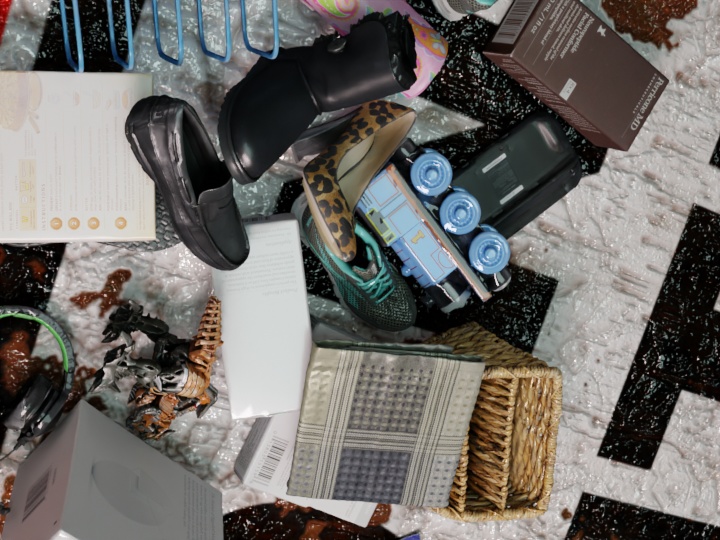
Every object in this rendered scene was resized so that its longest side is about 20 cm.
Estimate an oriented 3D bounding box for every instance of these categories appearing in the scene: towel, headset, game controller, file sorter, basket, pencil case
[{"bbox_3d":[0.025,0.160,1.128,0.189,0.035,0.203,7,118,-12],"label":"towel"},{"bbox_3d":[-0.353,0.137,1.067,0.121,0.094,0.204,12,88,-23],"label":"headset"},{"bbox_3d":[0.168,-0.097,1.251,0.199,0.042,0.105,-36,99,-10],"label":"game controller"},{"bbox_3d":[-0.185,-0.259,1.010,0.196,0.139,0.125,-8,107,-19],"label":"file sorter"},{"bbox_3d":[0.126,0.185,1.205,0.141,0.148,0.204,-17,122,-36],"label":"basket"},{"bbox_3d":[0.003,-0.270,1.113,0.199,0.087,0.088,41,87,-25],"label":"pencil case"}]

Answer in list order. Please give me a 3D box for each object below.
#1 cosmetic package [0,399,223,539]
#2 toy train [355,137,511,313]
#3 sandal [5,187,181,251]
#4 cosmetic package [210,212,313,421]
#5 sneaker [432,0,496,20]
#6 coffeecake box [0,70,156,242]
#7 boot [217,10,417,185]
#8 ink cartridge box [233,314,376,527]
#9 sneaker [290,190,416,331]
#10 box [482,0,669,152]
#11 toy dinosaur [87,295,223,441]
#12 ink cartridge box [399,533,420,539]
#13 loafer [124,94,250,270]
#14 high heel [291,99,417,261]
[{"bbox_3d":[-0.246,0.276,1.074,0.199,0.200,0.123,39,107,-24],"label":"cosmetic package"},{"bbox_3d":[0.079,-0.045,1.175,0.114,0.087,0.201,-37,99,5],"label":"toy train"},{"bbox_3d":[-0.268,-0.060,1.082,0.196,0.048,0.077,1,95,-8],"label":"sandal"},{"bbox_3d":[-0.102,0.047,1.133,0.099,0.074,0.204,-6,99,-5],"label":"cosmetic package"},{"bbox_3d":[0.166,-0.345,1.145,0.077,0.091,0.201,42,86,-26],"label":"sneaker"},{"bbox_3d":[-0.294,-0.105,1.010,0.196,0.073,0.157,-1,90,-13],"label":"coffeecake box"},{"bbox_3d":[-0.035,-0.172,1.020,0.165,0.202,0.077,-12,124,25],"label":"boot"},{"bbox_3d":[-0.027,0.175,1.234,0.172,0.043,0.203,25,92,-27],"label":"ink cartridge box"},{"bbox_3d":[0.000,0.000,1.174,0.078,0.091,0.200,-44,114,-5],"label":"sneaker"},{"bbox_3d":[0.247,-0.232,1.225,0.198,0.075,0.101,31,90,-27],"label":"box"},{"bbox_3d":[-0.199,0.095,1.108,0.134,0.102,0.202,26,104,-20],"label":"toy dinosaur"},{"bbox_3d":[0.006,0.448,1.317,0.197,0.041,0.203,-18,109,-17],"label":"ink cartridge box"},{"bbox_3d":[-0.149,-0.076,1.006,0.202,0.069,0.069,64,37,-39],"label":"loafer"},{"bbox_3d":[0.011,-0.098,1.090,0.140,0.202,0.072,-18,137,-2],"label":"high heel"}]
